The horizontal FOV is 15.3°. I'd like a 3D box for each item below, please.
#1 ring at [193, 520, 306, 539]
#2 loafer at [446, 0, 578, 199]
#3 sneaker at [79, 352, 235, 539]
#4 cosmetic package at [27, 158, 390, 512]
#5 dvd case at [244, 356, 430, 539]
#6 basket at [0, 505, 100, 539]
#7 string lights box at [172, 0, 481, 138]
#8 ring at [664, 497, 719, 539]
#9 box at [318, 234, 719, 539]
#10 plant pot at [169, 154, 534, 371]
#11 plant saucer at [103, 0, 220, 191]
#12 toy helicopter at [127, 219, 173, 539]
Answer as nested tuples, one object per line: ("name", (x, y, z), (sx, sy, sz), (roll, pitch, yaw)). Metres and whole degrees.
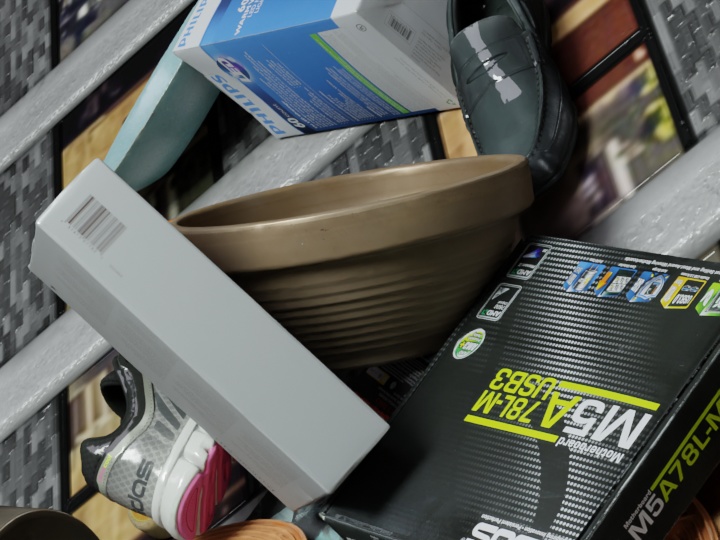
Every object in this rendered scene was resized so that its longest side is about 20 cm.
("ring", (-0.113, 0.197, 1.428), (0.200, 0.019, 0.200), (-26, 16, 8))
("loafer", (0.081, -0.114, 1.572), (0.068, 0.070, 0.201), (-36, 33, 23))
("sneaker", (-0.100, 0.059, 1.522), (0.087, 0.074, 0.200), (15, 53, 11))
("cosmetic package", (-0.083, 0.038, 1.391), (0.052, 0.200, 0.151), (-47, 1, -14))
("dvd case", (-0.009, 0.138, 1.465), (0.200, 0.022, 0.146), (-51, 29, -3))
("basket", (-0.250, 0.209, 1.614), (0.200, 0.136, 0.181), (-12, 42, 44))
("string lights box", (-0.019, -0.144, 1.712), (0.200, 0.103, 0.059), (-5, 54, 52))
("ring", (0.090, 0.180, 1.283), (0.200, 0.019, 0.201), (-35, 34, 28))
("box", (0.098, 0.075, 1.328), (0.193, 0.048, 0.200), (-50, 29, -17))
("plant pot", (0.000, 0.000, 1.455), (0.200, 0.093, 0.201), (-10, 7, 1))
("plant saucer", (-0.125, -0.123, 1.866), (0.201, 0.039, 0.201), (-56, 10, 16))
("toy helicopter", (-0.087, 0.067, 1.625), (0.132, 0.079, 0.200), (5, 71, 46))
